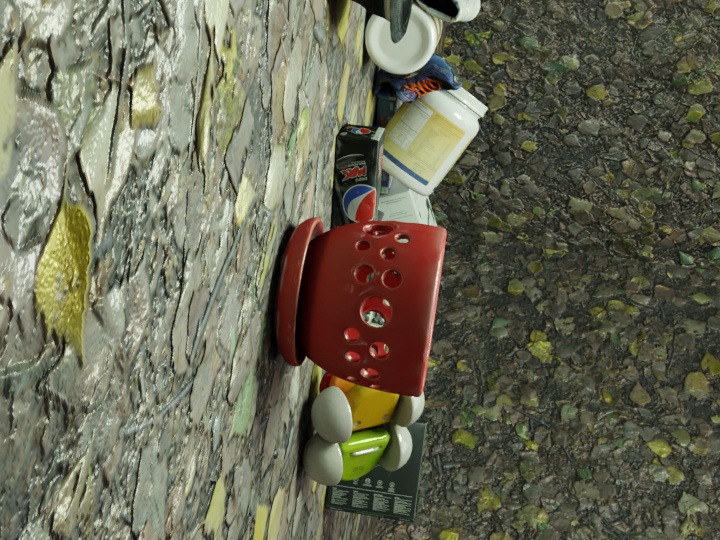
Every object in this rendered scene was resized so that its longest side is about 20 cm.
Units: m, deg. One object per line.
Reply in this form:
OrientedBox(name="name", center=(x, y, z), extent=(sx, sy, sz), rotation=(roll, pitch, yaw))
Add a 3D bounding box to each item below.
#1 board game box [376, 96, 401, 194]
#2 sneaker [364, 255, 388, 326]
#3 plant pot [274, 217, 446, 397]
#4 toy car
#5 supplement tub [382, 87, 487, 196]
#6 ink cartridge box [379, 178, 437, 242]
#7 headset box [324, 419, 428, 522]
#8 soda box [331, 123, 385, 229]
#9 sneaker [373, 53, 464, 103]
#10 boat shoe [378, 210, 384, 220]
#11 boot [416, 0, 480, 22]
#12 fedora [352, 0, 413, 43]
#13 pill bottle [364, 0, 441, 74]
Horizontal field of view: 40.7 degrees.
OrientedBox(name="board game box", center=(0.054, -0.270, 1.913), extent=(0.136, 0.034, 0.201), rotation=(-73, 169, -55))
OrientedBox(name="sneaker", center=(0.005, 0.053, 1.499), extent=(0.200, 0.078, 0.086), rotation=(-52, -167, -10))
OrientedBox(name="plant pot", center=(0.001, 0.038, 1.141), extent=(0.200, 0.182, 0.201), rotation=(7, 90, -83))
OrientedBox(name="toy car", center=(-0.012, 0.221, 1.480), extent=(0.150, 0.174, 0.201), rotation=(47, -45, 45))
OrientedBox(name="supplement tub", center=(0.126, -0.254, 1.783), extent=(0.200, 0.144, 0.144), rotation=(-53, 179, 11))
OrientedBox(name="ink cartridge box", center=(0.100, -0.106, 2.019), extent=(0.147, 0.083, 0.201), rotation=(-76, 150, -56))
OrientedBox(name="headset box", center=(0.034, 0.363, 1.856), extent=(0.093, 0.173, 0.201), rotation=(42, 55, -81))
OrientedBox(name="soda box", center=(-0.005, -0.112, 1.449), extent=(0.071, 0.063, 0.201), rotation=(-70, 165, -63))
OrientedBox(name="sneaker", center=(0.100, -0.326, 1.693), extent=(0.075, 0.200, 0.079), rotation=(38, 75, -37))
OrientedBox(name="boat shoe", center=(-0.003, -0.011, 1.573), extent=(0.072, 0.064, 0.201), rotation=(79, 20, -75))
OrientedBox(name="boot", center=(0.098, -0.463, 1.517), extent=(0.074, 0.200, 0.096), rotation=(-54, 171, 29))
OrientedBox(name="fedora", center=(0.022, -0.387, 1.235), extent=(0.201, 0.091, 0.202), rotation=(8, 90, -83))
OrientedBox(name="pill bottle", center=(0.077, -0.400, 1.606), extent=(0.200, 0.114, 0.115), rotation=(-69, 165, -65))
